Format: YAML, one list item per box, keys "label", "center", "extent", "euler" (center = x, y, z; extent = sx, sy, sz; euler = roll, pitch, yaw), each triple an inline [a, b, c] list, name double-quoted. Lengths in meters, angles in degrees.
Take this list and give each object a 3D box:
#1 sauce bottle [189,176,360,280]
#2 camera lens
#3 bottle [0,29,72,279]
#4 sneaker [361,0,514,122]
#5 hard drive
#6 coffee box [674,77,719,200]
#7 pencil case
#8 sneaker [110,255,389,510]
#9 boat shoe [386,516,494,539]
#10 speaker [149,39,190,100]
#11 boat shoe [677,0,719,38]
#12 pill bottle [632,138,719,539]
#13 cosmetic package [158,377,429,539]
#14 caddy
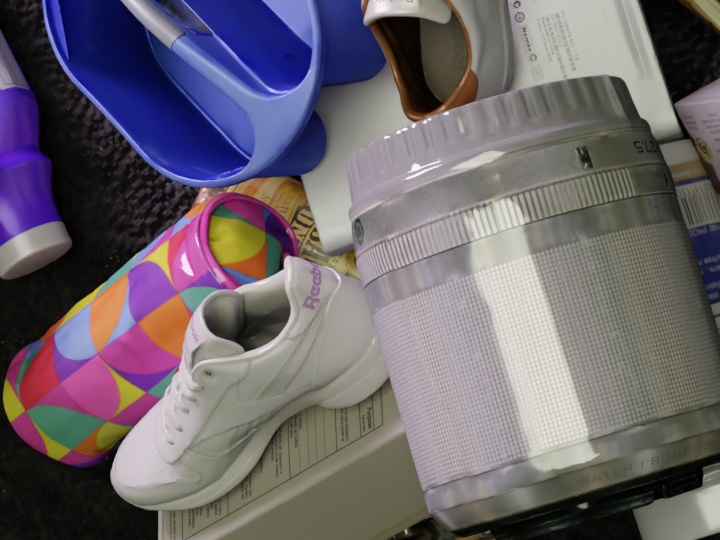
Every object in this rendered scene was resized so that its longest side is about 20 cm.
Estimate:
- label: "sauce bottle"
  center: [0.000, 0.000, 1.386]
  extent: [0.200, 0.066, 0.066]
  euler: [24, 95, 14]
- label: "camera lens"
  center: [0.088, 0.023, 1.192]
  extent: [0.160, 0.160, 0.200]
  euler: [-18, 84, 14]
- label: "bottle"
  center: [-0.234, -0.092, 1.452]
  extent: [0.083, 0.065, 0.200]
  euler: [-29, 81, 12]
- label: "sneaker"
  center: [0.035, -0.169, 1.232]
  extent: [0.073, 0.085, 0.200]
  euler: [-4, 107, 27]
- label: "hard drive"
  center: [0.057, -0.101, 1.314]
  extent: [0.200, 0.027, 0.132]
  euler: [-19, 79, 10]
- label: "coffee box"
  center: [0.261, -0.023, 1.260]
  extent: [0.113, 0.080, 0.200]
  euler: [-29, 99, -15]
- label: "pencil case"
  center: [-0.115, 0.036, 1.375]
  extent: [0.200, 0.088, 0.089]
  euler: [-36, 78, 37]
- label: "sneaker"
  center: [-0.072, 0.053, 1.284]
  extent: [0.200, 0.100, 0.075]
  euler: [-37, 41, 28]
- label: "boat shoe"
  center: [0.018, 0.142, 1.369]
  extent: [0.200, 0.076, 0.072]
  euler: [-29, 83, 14]
- label: "speaker"
  center: [-0.018, -0.092, 1.386]
  extent: [0.200, 0.081, 0.081]
  euler: [16, 92, 16]
- label: "boat shoe"
  center: [0.201, -0.164, 1.331]
  extent: [0.200, 0.073, 0.065]
  euler: [43, 102, 11]
- label: "pill bottle"
  center: [0.164, 0.041, 1.311]
  extent: [0.119, 0.120, 0.200]
  euler: [-19, 83, 14]
- label: "cosmetic package"
  center: [-0.017, 0.096, 1.334]
  extent: [0.200, 0.071, 0.105]
  euler: [-31, 43, 32]
- label: "caddy"
  center: [-0.083, -0.132, 1.284]
  extent: [0.200, 0.105, 0.141]
  euler: [46, 114, 26]
